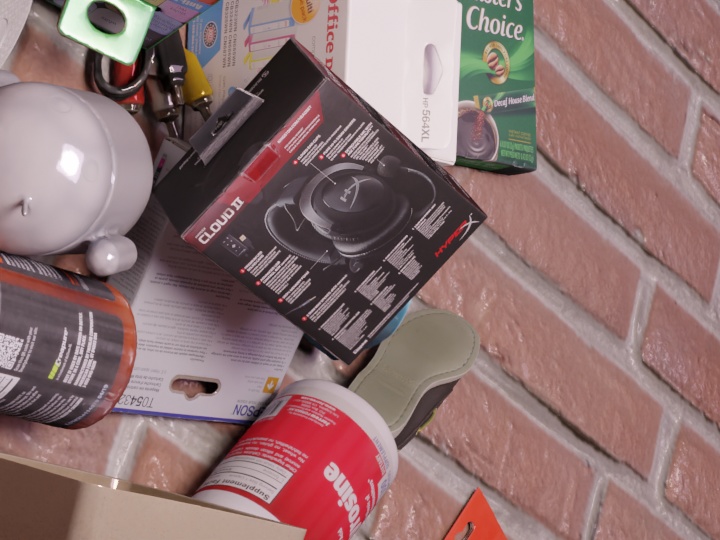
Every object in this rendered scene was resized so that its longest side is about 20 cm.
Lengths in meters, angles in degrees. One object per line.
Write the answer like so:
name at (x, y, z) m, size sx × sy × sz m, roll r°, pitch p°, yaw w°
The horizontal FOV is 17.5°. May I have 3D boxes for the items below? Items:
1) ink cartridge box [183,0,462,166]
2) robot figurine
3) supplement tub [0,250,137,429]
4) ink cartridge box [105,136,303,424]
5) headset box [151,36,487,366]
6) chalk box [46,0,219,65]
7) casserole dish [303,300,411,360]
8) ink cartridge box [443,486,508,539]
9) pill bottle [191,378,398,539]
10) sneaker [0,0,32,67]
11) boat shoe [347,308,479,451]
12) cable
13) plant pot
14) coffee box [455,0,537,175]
ink cartridge box at (-0.020, -0.144, 1.756) m, size 0.125 × 0.199 × 0.130 m, roll 11°, pitch 77°, yaw -46°
robot figurine at (-0.207, -0.066, 1.565) m, size 0.170 × 0.113 × 0.200 m, roll 50°, pitch 9°, yaw 7°
supplement tub at (-0.250, 0.037, 1.546) m, size 0.199 × 0.106 × 0.108 m, roll 20°, pitch 70°, yaw -45°
ink cartridge box at (-0.106, 0.012, 1.726) m, size 0.196 × 0.043 × 0.201 m, roll 11°, pitch 108°, yaw -52°
headset box at (-0.034, -0.051, 1.624) m, size 0.149 × 0.077 × 0.200 m, roll -48°, pitch 125°, yaw 7°
chalk box at (-0.158, -0.245, 1.648) m, size 0.124 × 0.124 × 0.201 m, roll 25°, pitch 62°, yaw -27°
casserole dish at (0.000, 0.000, 1.788) m, size 0.039 × 0.200 × 0.122 m, roll 20°, pitch 73°, yaw -17°
ink cartridge box at (0.138, 0.292, 1.991) m, size 0.109 × 0.050 × 0.201 m, roll -53°, pitch 123°, yaw -38°
pill bottle at (-0.064, 0.182, 1.732) m, size 0.200 × 0.112 × 0.113 m, roll -50°, pitch 121°, yaw -39°
sneaker at (-0.281, -0.221, 1.584) m, size 0.074 × 0.118 × 0.202 m, roll -43°, pitch 152°, yaw -69°
boat shoe at (0.032, 0.096, 1.894) m, size 0.072 × 0.061 × 0.201 m, roll 34°, pitch 36°, yaw 12°
cable at (-0.166, -0.195, 1.738) m, size 0.097 × 0.050 × 0.201 m, roll -6°, pitch 76°, yaw -26°
plant pot at (-0.187, 0.224, 1.543) m, size 0.199 × 0.199 × 0.178 m, roll 19°, pitch 84°, yaw -46°
coffee box at (0.100, -0.189, 2.016) m, size 0.123 × 0.044 × 0.202 m, roll 8°, pitch 79°, yaw -47°
